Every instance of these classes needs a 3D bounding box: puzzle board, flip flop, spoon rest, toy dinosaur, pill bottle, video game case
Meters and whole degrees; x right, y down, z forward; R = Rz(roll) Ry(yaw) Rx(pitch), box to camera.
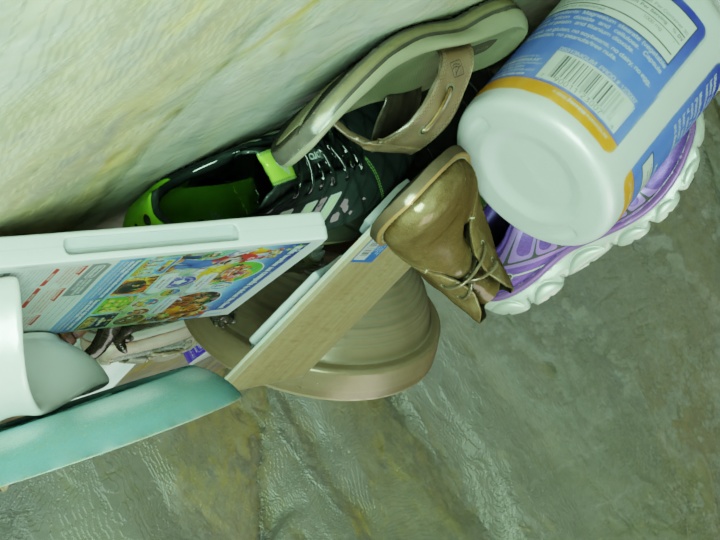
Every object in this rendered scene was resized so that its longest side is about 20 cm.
[{"bbox_3d":[0.000,0.000,1.053,0.200,0.017,0.151,-46,167,13],"label":"puzzle board"},{"bbox_3d":[0.032,-0.099,0.926,0.199,0.058,0.081,-27,176,-43],"label":"flip flop"},{"bbox_3d":[-0.185,0.058,0.868,0.098,0.061,0.200,-12,166,-7],"label":"spoon rest"},{"bbox_3d":[-0.126,0.002,1.116,0.198,0.077,0.103,-14,150,-25],"label":"toy dinosaur"},{"bbox_3d":[0.155,-0.119,1.001,0.200,0.112,0.112,-48,-173,-30],"label":"pill bottle"},{"bbox_3d":[-0.134,0.006,0.875,0.198,0.018,0.143,-6,164,-30],"label":"video game case"}]

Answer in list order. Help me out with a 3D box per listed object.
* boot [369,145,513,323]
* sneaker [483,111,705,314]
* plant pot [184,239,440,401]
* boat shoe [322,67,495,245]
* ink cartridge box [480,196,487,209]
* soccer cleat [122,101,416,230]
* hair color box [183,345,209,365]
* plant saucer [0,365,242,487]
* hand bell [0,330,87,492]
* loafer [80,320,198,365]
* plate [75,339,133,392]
[{"bbox_3d":[0.057,-0.017,0.962,0.073,0.076,0.200,-41,167,2],"label":"boot"},{"bbox_3d":[0.139,-0.051,1.082,0.200,0.083,0.081,-40,-150,13],"label":"sneaker"},{"bbox_3d":[-0.029,0.004,1.230,0.200,0.200,0.093,-25,138,-50],"label":"plant pot"},{"bbox_3d":[0.013,-0.069,1.093,0.199,0.076,0.074,-27,179,-26],"label":"boat shoe"},{"bbox_3d":[0.110,-0.068,1.270,0.145,0.085,0.199,-25,-163,-28],"label":"ink cartridge box"},{"bbox_3d":[-0.042,-0.052,0.944,0.199,0.068,0.081,-25,174,-24],"label":"soccer cleat"},{"bbox_3d":[-0.092,0.014,1.498,0.109,0.065,0.200,-27,177,-33],"label":"hair color box"},{"bbox_3d":[-0.162,0.088,0.898,0.198,0.028,0.200,-17,-179,0],"label":"plant saucer"},{"bbox_3d":[-0.183,0.033,1.036,0.200,0.104,0.104,-43,180,-15],"label":"hand bell"},{"bbox_3d":[-0.143,0.043,1.279,0.071,0.064,0.200,15,-156,27],"label":"loafer"},{"bbox_3d":[-0.244,0.099,1.388,0.200,0.032,0.200,-46,178,-3],"label":"plate"}]
